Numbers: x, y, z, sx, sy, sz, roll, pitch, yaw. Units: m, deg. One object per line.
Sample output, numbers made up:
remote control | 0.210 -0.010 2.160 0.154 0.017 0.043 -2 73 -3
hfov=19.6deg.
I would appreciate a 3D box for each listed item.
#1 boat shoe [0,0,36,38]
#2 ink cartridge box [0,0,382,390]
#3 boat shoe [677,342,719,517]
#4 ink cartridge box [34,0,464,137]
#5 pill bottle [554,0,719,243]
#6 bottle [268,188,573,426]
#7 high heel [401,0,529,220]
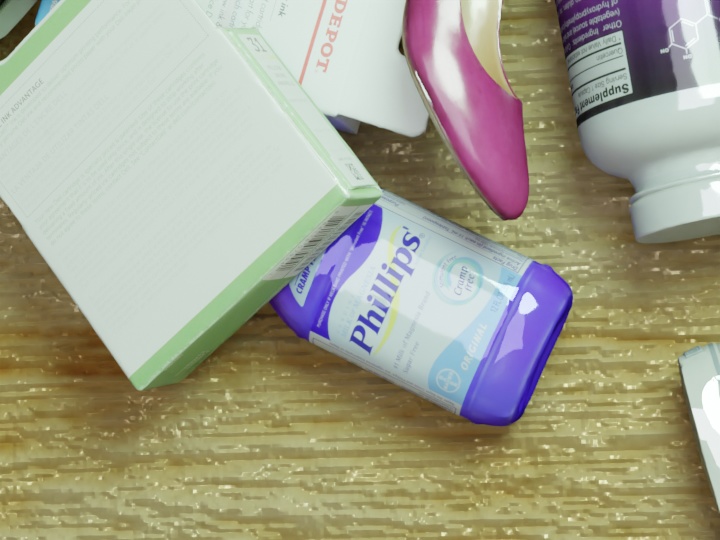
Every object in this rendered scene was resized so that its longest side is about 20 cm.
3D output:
boat shoe | -0.232 -0.108 1.029 0.202 0.060 0.072 -48 47 12
ink cartridge box | -0.105 -0.066 0.971 0.145 0.048 0.200 -42 78 21
boat shoe | 0.205 0.126 0.963 0.068 0.072 0.201 -18 74 6
ink cartridge box | -0.044 -0.140 1.019 0.199 0.068 0.116 17 88 10
pill bottle | 0.148 -0.119 0.966 0.112 0.112 0.202 -11 83 7
bottle | 0.000 0.000 1.001 0.199 0.065 0.084 26 94 10
high heel | 0.063 -0.127 0.933 0.096 0.067 0.201 -21 80 15
